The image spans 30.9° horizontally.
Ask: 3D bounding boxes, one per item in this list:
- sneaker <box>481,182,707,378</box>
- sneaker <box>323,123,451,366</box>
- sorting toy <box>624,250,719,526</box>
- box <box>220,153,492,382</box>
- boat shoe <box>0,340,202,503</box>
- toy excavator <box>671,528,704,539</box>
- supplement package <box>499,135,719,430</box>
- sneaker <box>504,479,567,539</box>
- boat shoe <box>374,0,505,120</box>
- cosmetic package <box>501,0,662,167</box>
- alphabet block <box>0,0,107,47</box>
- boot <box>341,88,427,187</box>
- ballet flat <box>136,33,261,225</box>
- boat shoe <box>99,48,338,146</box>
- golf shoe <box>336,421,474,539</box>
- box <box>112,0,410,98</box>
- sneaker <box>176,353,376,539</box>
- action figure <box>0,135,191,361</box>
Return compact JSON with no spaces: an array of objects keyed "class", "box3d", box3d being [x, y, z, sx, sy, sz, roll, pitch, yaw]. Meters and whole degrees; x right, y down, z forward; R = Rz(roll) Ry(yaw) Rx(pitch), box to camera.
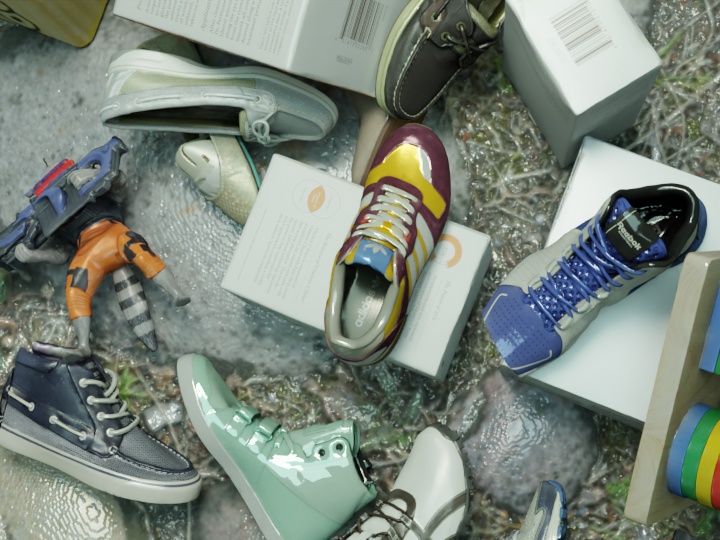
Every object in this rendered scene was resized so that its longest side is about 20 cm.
[{"class":"sneaker","box3d":[0.176,-0.009,0.976,0.199,0.115,0.081,-36,77,2]},{"class":"sneaker","box3d":[0.023,-0.023,1.022,0.074,0.090,0.203,13,84,9]},{"class":"sorting toy","box3d":[0.292,0.090,0.990,0.069,0.199,0.201,18,102,33]},{"class":"box","box3d":[0.000,0.000,1.117,0.198,0.097,0.126,22,85,10]},{"class":"boat shoe","box3d":[-0.224,0.129,1.129,0.198,0.075,0.094,17,104,9]},{"class":"toy excavator","box3d":[0.342,0.299,1.026,0.199,0.194,0.101,20,84,37]},{"class":"supplement package","box3d":[0.221,0.017,1.081,0.154,0.111,0.202,21,86,9]},{"class":"sneaker","box3d":[0.112,0.264,1.081,0.084,0.077,0.202,21,85,13]},{"class":"boat shoe","box3d":[0.084,-0.209,1.070,0.065,0.073,0.201,38,100,43]},{"class":"cosmetic package","box3d":[0.175,-0.167,1.067,0.081,0.200,0.114,-30,83,3]},{"class":"alphabet block","box3d":[-0.319,-0.341,1.151,0.193,0.200,0.198,22,86,8]},{"class":"boot","box3d":[-0.003,-0.186,1.165,0.145,0.070,0.201,30,86,16]},{"class":"ballet flat","box3d":[-0.149,-0.122,1.166,0.062,0.068,0.202,-15,71,-31]},{"class":"boat shoe","box3d":[-0.119,-0.136,1.108,0.199,0.075,0.066,11,70,-6]},{"class":"golf shoe","box3d":[0.029,0.220,1.070,0.094,0.077,0.202,17,87,-35]},{"class":"box","box3d":[-0.078,-0.228,1.090,0.199,0.152,0.108,22,100,32]},{"class":"sneaker","box3d":[-0.067,0.135,1.117,0.118,0.074,0.202,-34,89,8]},{"class":"action figure","box3d":[-0.253,-0.011,1.157,0.199,0.104,0.195,-32,64,13]}]
